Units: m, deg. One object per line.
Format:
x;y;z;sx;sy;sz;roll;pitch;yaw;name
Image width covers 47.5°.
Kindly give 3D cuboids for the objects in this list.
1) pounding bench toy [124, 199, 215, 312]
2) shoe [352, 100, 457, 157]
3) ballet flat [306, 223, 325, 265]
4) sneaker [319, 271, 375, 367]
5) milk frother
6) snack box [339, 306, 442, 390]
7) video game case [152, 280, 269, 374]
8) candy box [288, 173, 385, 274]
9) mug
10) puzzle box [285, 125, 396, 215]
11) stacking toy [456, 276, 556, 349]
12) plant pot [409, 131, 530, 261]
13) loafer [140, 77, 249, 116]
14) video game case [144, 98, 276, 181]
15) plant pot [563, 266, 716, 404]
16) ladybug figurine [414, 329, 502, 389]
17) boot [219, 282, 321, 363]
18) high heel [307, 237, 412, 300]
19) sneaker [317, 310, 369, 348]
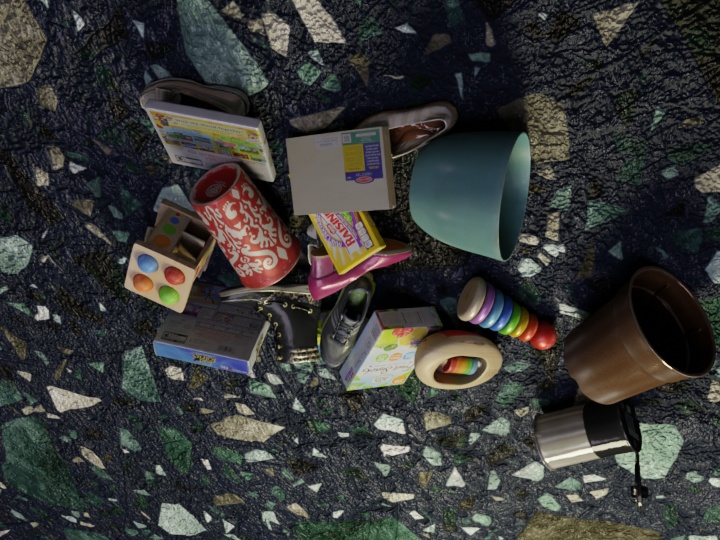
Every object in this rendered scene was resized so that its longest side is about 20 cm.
-0.376;0.002;1.595;0.123;0.157;0.201;23;132;-5;pounding bench toy
0.062;-0.226;1.341;0.197;0.054;0.070;-15;124;27;shoe
-0.069;-0.051;1.521;0.071;0.073;0.203;10;130;8;ballet flat
-0.030;0.097;1.571;0.073;0.081;0.203;19;104;-3;sneaker
0.465;0.374;1.630;0.186;0.202;0.181;-22;125;31;milk frother
0.059;0.155;1.619;0.140;0.054;0.201;-1;140;-30;snack box
-0.288;0.110;1.643;0.196;0.183;0.046;11;134;7;video game case
-0.043;-0.105;1.422;0.102;0.026;0.202;-32;82;33;candy box
-0.228;-0.080;1.481;0.175;0.135;0.201;-7;135;28;mug
-0.034;-0.164;1.373;0.197;0.025;0.136;0;99;33;puzzle box
0.282;0.088;1.530;0.197;0.086;0.086;24;132;-13;stacking toy
0.170;-0.128;1.304;0.158;0.202;0.203;11;133;21;plant pot
-0.290;-0.282;1.393;0.196;0.063;0.073;6;130;12;loafer
-0.252;-0.221;1.409;0.196;0.023;0.183;12;159;7;video game case
0.474;0.128;1.436;0.199;0.202;0.198;33;139;-12;plant pot
0.188;0.168;1.593;0.197;0.073;0.137;11;128;-30;ladybug figurine
-0.168;0.102;1.567;0.200;0.073;0.157;-1;92;-16;boot
0.000;0.000;1.501;0.197;0.067;0.097;-10;123;-19;high heel
-0.062;0.125;1.677;0.196;0.077;0.105;10;161;-5;sneaker
